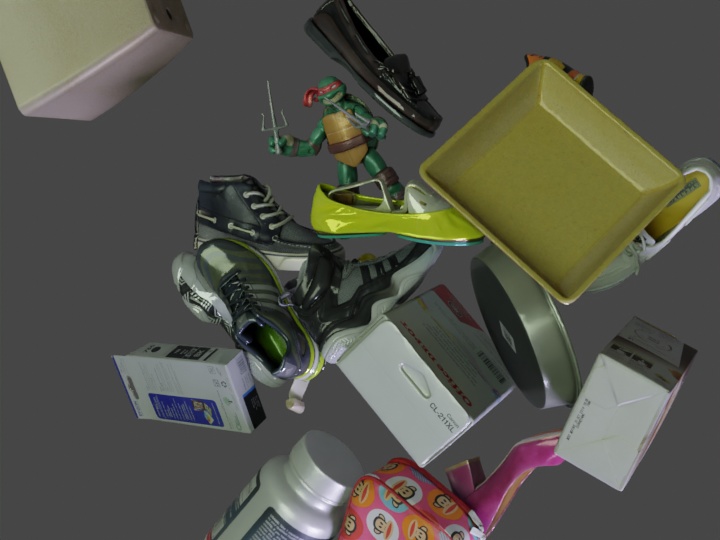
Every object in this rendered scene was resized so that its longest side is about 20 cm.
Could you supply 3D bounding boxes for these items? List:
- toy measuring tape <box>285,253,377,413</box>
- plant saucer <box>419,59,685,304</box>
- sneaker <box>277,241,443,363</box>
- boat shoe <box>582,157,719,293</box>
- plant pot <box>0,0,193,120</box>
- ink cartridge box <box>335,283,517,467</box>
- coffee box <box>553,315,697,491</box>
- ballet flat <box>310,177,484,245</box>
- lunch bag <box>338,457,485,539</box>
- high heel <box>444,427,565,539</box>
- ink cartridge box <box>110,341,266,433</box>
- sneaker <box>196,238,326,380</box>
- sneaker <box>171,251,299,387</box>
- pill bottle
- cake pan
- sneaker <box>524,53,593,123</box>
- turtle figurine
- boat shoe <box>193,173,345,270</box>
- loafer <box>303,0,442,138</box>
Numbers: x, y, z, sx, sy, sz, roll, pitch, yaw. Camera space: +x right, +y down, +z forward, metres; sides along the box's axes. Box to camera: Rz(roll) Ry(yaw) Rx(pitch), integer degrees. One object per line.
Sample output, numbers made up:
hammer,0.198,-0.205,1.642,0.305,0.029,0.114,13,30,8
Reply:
toy measuring tape,-0.020,0.076,1.522,0.073,0.074,0.202,21,84,18
plant saucer,0.188,-0.084,1.324,0.200,0.049,0.200,43,68,13
sneaker,0.000,0.000,1.462,0.114,0.200,0.076,43,155,6
boat shoe,0.289,-0.041,1.381,0.201,0.086,0.075,-37,83,23
plant pot,-0.312,-0.303,1.550,0.175,0.200,0.202,-20,90,13
ink cartridge box,0.077,0.108,1.432,0.083,0.200,0.146,-43,81,22
coffee box,0.273,0.130,1.352,0.079,0.200,0.115,28,108,15
ballet flat,0.038,-0.066,1.431,0.198,0.067,0.068,4,108,19
lunch bag,0.057,0.333,1.514,0.176,0.082,0.202,36,125,27
high heel,0.183,0.239,1.475,0.199,0.067,0.097,-25,78,29
ink cartridge box,-0.210,0.140,1.618,0.198,0.039,0.100,2,121,36
sneaker,-0.119,0.041,1.491,0.200,0.081,0.074,47,108,16
sneaker,-0.128,0.032,1.580,0.115,0.075,0.200,-44,85,22
pill bottle,-0.087,0.291,1.576,0.120,0.119,0.200,44,112,11
cake pan,0.169,0.059,1.393,0.036,0.200,0.202,-24,88,-8
sneaker,0.170,-0.136,1.433,0.090,0.070,0.202,33,105,21
turtle figurine,-0.016,-0.143,1.490,0.149,0.101,0.202,-14,108,39
boat shoe,-0.110,-0.059,1.554,0.198,0.075,0.094,7,108,23
loafer,0.021,-0.231,1.478,0.200,0.072,0.063,44,107,15
